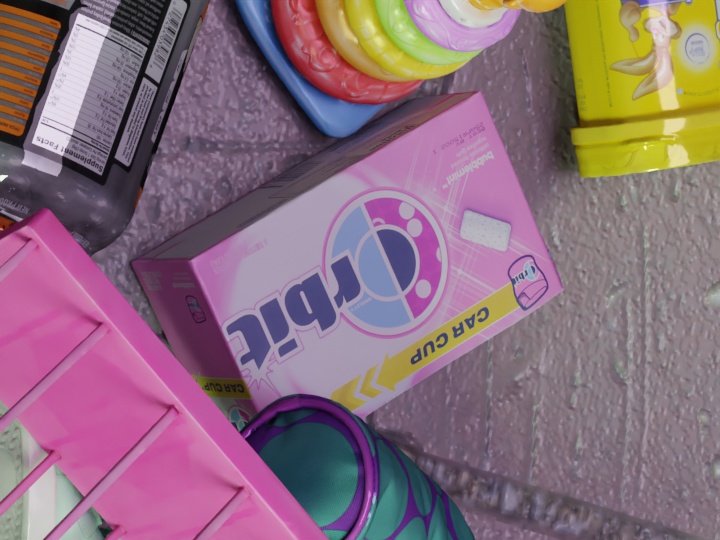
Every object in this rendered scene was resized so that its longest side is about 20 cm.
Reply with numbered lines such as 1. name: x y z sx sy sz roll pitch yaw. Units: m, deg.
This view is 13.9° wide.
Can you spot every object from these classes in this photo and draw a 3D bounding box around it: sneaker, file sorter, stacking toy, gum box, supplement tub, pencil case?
1. sneaker: -0.123 0.136 1.401 0.118 0.074 0.201 -9 95 -37
2. file sorter: -0.137 0.101 1.260 0.200 0.139 0.125 50 60 -11
3. stacking toy: 0.038 -0.136 1.419 0.116 0.200 0.110 -42 111 -23
4. gum box: 0.000 0.000 1.475 0.200 0.066 0.114 -31 105 -27
5. supplement tub: -0.144 -0.093 1.353 0.122 0.122 0.200 26 78 -29
6. pencil case: -0.003 0.127 1.407 0.200 0.085 0.093 47 33 -64

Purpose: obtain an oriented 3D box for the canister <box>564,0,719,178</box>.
1. canister: 0.173 -0.159 1.571 0.148 0.086 0.200 -10 95 -32
